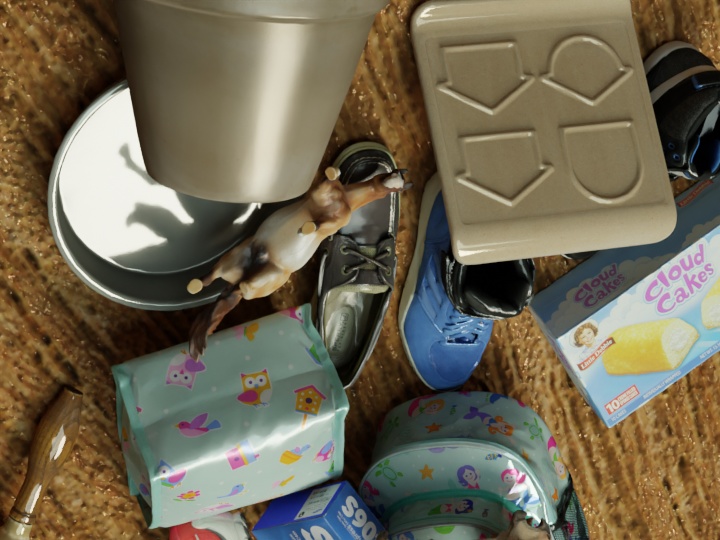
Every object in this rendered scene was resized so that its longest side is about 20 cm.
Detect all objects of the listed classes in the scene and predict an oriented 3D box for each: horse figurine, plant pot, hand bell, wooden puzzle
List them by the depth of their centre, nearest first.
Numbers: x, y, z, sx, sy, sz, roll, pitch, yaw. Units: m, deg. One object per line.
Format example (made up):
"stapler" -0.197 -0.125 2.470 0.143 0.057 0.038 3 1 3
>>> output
"plant pot" -0.083 -0.146 1.256 0.198 0.200 0.175 0 110 -21
"horse figurine" -0.057 -0.018 1.367 0.200 0.133 0.050 -41 87 9
"wooden puzzle" 0.136 -0.110 1.423 0.183 0.046 0.202 -7 80 -16
"hand bell" -0.264 0.185 1.463 0.103 0.104 0.202 19 96 -29

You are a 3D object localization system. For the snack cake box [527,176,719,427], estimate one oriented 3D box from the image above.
"snack cake box" 0.255 0.024 1.575 0.199 0.067 0.115 -35 125 -1

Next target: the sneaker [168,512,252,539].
"sneaker" -0.136 0.277 1.553 0.084 0.077 0.202 -2 126 -11

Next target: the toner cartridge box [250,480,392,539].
"toner cartridge box" 0.007 0.264 1.510 0.201 0.095 0.043 53 50 -17

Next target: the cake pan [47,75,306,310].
"cake pan" -0.138 -0.066 1.386 0.198 0.037 0.202 -9 120 -16

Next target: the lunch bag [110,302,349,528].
"lunch bag" -0.103 0.128 1.456 0.169 0.123 0.200 -18 157 -12

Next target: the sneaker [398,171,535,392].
"sneaker" 0.086 0.028 1.483 0.076 0.111 0.202 -3 119 -20

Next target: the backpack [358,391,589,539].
"backpack" 0.089 0.205 1.552 0.176 0.151 0.202 -7 118 21

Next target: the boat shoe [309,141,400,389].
"boat shoe" 0.000 0.000 1.461 0.072 0.065 0.202 -2 117 -18

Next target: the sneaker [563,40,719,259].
"sneaker" 0.226 -0.079 1.479 0.073 0.112 0.201 22 108 -30

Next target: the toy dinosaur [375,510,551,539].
"toy dinosaur" 0.060 0.268 1.430 0.135 0.086 0.201 33 104 -22
